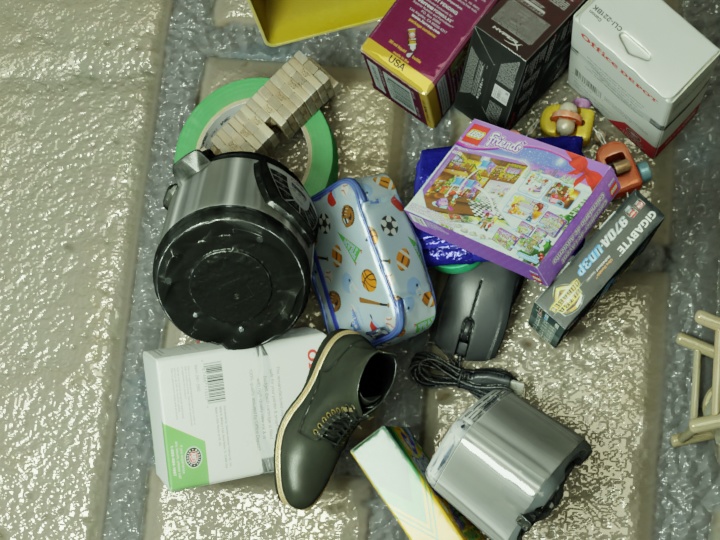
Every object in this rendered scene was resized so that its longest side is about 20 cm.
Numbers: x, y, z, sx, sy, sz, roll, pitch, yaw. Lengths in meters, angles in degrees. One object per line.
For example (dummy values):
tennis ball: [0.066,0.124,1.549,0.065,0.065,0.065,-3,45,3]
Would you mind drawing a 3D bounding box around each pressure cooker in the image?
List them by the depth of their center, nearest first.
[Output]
pressure cooker: [-0.136,-0.034,1.358,0.176,0.201,0.178,7,119,-4]

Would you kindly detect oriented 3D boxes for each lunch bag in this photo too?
lunch bag: [0.000,0.000,1.414,0.075,0.160,0.203,-12,83,-39]

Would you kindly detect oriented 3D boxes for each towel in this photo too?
towel: [0.154,-0.082,1.396,0.197,0.050,0.150,-4,68,18]

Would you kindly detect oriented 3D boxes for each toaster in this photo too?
toaster: [0.157,0.213,1.331,0.128,0.199,0.115,34,115,17]

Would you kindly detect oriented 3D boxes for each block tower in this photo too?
block tower: [-0.114,-0.173,1.466,0.054,0.058,0.200,44,87,13]

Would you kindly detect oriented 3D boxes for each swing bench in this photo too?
swing bench: [0.439,0.124,1.301,0.197,0.199,0.132,4,79,10]

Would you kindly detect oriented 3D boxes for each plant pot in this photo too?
plant pot: [-0.054,-0.420,1.496,0.197,0.200,0.179,-13,65,6]

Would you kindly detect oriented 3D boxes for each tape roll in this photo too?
tape roll: [-0.127,-0.133,1.513,0.197,0.048,0.204,-2,78,8]

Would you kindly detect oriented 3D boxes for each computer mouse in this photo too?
computer mouse: [0.139,0.046,1.435,0.136,0.053,0.203,12,81,11]

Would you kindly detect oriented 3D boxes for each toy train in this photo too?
toy train: [0.234,-0.128,1.450,0.197,0.056,0.152,-16,72,5]

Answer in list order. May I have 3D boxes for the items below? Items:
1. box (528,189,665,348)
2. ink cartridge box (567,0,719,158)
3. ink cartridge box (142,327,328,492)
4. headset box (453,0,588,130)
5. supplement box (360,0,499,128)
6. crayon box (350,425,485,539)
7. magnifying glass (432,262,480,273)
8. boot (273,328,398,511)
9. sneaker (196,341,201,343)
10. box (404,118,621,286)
box: [0.254,0.003,1.350,0.046,0.200,0.159,42,87,11]
ink cartridge box: [0.313,-0.229,1.389,0.084,0.200,0.144,-45,76,-2]
ink cartridge box: [-0.132,0.151,1.380,0.197,0.084,0.149,-7,96,-20]
headset box: [0.203,-0.272,1.417,0.077,0.149,0.200,36,65,13]
supplement box: [0.101,-0.292,1.469,0.103,0.131,0.201,36,85,14]
crayon box: [0.077,0.267,1.360,0.051,0.126,0.201,-36,76,6]
magnifying glass: [0.063,-0.056,1.459,0.198,0.022,0.080,24,77,26]
boot: [-0.028,0.164,1.301,0.076,0.138,0.203,16,88,-20]
sneaker: [-0.151,0.093,1.465,0.081,0.078,0.203,-4,86,0]
box: [0.160,-0.077,1.320,0.199,0.039,0.137,27,73,43]
